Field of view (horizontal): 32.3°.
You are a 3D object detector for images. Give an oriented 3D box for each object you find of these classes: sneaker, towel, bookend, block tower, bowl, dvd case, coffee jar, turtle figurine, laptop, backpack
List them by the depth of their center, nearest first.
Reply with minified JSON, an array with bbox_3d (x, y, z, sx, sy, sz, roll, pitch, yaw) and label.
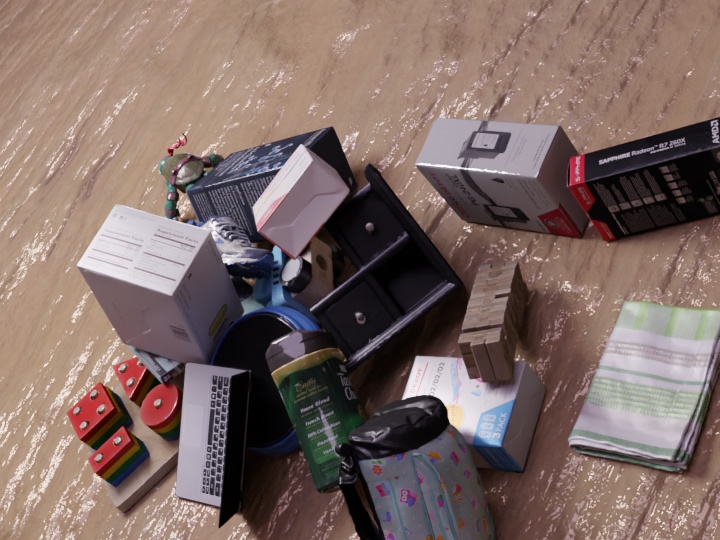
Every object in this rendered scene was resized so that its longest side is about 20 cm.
[{"bbox_3d":[0.070,0.254,1.394,0.126,0.201,0.167,-15,5,32],"label":"backpack"},{"bbox_3d":[0.331,0.124,1.416,0.148,0.031,0.201,7,62,39],"label":"towel"},{"bbox_3d":[0.163,0.057,1.515,0.054,0.058,0.200,-10,25,19],"label":"block tower"},{"bbox_3d":[-0.045,0.170,1.546,0.085,0.104,0.201,-25,80,12],"label":"coffee jar"},{"bbox_3d":[-0.206,0.222,1.627,0.199,0.116,0.189,4,88,39],"label":"laptop"},{"bbox_3d":[0.000,0.000,1.637,0.198,0.092,0.201,-37,86,5],"label":"bookend"},{"bbox_3d":[-0.125,0.147,1.674,0.199,0.039,0.202,-6,80,35],"label":"bowl"},{"bbox_3d":[-0.197,-0.039,1.778,0.199,0.077,0.086,7,81,42],"label":"sneaker"},{"bbox_3d":[-0.245,0.075,1.839,0.199,0.022,0.146,-33,44,-19],"label":"dvd case"},{"bbox_3d":[-0.277,-0.143,2.043,0.200,0.101,0.150,31,78,41],"label":"turtle figurine"}]

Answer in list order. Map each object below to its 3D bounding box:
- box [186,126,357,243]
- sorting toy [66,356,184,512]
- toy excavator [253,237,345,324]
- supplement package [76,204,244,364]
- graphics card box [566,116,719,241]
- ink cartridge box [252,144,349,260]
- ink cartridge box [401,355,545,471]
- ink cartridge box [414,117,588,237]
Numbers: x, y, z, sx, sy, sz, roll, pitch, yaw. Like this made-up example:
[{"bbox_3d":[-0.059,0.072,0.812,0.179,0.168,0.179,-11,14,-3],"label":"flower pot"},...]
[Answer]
[{"bbox_3d":[-0.132,-0.121,1.863,0.199,0.108,0.149,-11,22,29],"label":"box"},{"bbox_3d":[-0.326,0.210,1.814,0.199,0.070,0.200,-43,42,1],"label":"sorting toy"},{"bbox_3d":[-0.118,0.059,1.775,0.199,0.100,0.195,-34,42,31],"label":"toy excavator"},{"bbox_3d":[-0.270,0.026,1.715,0.155,0.201,0.111,15,61,20],"label":"supplement package"},{"bbox_3d":[0.366,-0.108,1.503,0.199,0.126,0.051,-14,49,29],"label":"graphics card box"},{"bbox_3d":[-0.084,-0.097,1.655,0.117,0.067,0.200,-51,13,5],"label":"ink cartridge box"},{"bbox_3d":[0.113,0.171,1.514,0.199,0.068,0.116,-1,56,36],"label":"ink cartridge box"},{"bbox_3d":[0.192,-0.124,1.631,0.199,0.145,0.084,10,66,41],"label":"ink cartridge box"}]
